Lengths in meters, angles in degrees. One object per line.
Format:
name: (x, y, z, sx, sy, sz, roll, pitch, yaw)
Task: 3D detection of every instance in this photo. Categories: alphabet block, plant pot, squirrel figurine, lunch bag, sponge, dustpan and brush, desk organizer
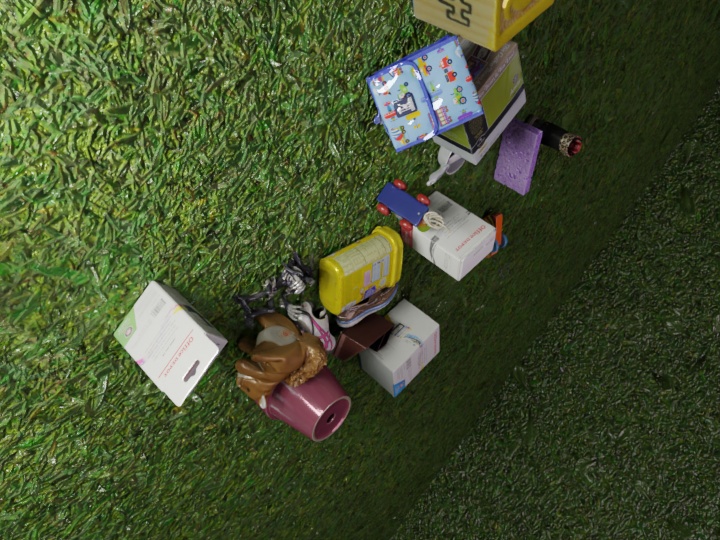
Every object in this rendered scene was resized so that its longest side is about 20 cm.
alphabet block: (0.219, -0.547, 1.076, 0.195, 0.199, 0.198, -43, 148, -18)
plant pot: (-0.125, 0.296, 1.442, 0.199, 0.178, 0.202, -35, 144, -30)
squirrel figurine: (-0.171, 0.207, 1.292, 0.197, 0.143, 0.188, 11, 124, -22)
lunch bag: (0.113, -0.334, 1.168, 0.197, 0.094, 0.152, -24, 109, 6)
sponge: (0.438, -0.319, 1.700, 0.030, 0.111, 0.202, -32, 143, -28)
dustpan and brush: (0.217, -0.271, 1.477, 0.199, 0.057, 0.140, -36, 152, -21)
desk organizer: (0.011, 0.176, 1.568, 0.200, 0.076, 0.073, -28, 144, -62)

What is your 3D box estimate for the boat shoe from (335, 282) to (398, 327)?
boat shoe: (0.020, 0.063, 1.523, 0.199, 0.072, 0.073, -39, 145, -26)

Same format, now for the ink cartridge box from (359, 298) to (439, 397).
ink cartridge box: (0.112, 0.217, 1.734, 0.199, 0.144, 0.148, -40, 148, -23)

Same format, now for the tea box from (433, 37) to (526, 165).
tea box: (0.248, -0.384, 1.344, 0.201, 0.133, 0.197, -51, 151, -7)

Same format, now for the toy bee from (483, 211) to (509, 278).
toy bee: (0.398, -0.082, 1.913, 0.130, 0.108, 0.204, 1, 95, -46)

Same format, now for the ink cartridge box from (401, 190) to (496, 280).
ink cartridge box: (0.220, -0.090, 1.528, 0.145, 0.199, 0.086, -38, 147, -24)

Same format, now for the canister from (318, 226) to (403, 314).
canister: (0.000, 0.000, 1.416, 0.198, 0.086, 0.151, -28, 136, -35)

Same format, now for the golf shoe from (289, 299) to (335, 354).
golf shoe: (-0.098, 0.135, 1.425, 0.093, 0.072, 0.200, -52, 150, -4)

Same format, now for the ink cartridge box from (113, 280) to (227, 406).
ink cartridge box: (-0.301, 0.122, 0.997, 0.118, 0.199, 0.067, -53, 150, 0)

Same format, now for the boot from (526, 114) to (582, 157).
boot: (0.578, -0.388, 1.792, 0.199, 0.150, 0.074, 8, 114, -57)

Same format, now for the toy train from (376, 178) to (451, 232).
toy train: (0.138, -0.117, 1.390, 0.085, 0.199, 0.116, -54, 154, 0)

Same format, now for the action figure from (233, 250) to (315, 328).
action figure: (-0.151, 0.044, 1.234, 0.199, 0.102, 0.120, -32, 142, -28)
